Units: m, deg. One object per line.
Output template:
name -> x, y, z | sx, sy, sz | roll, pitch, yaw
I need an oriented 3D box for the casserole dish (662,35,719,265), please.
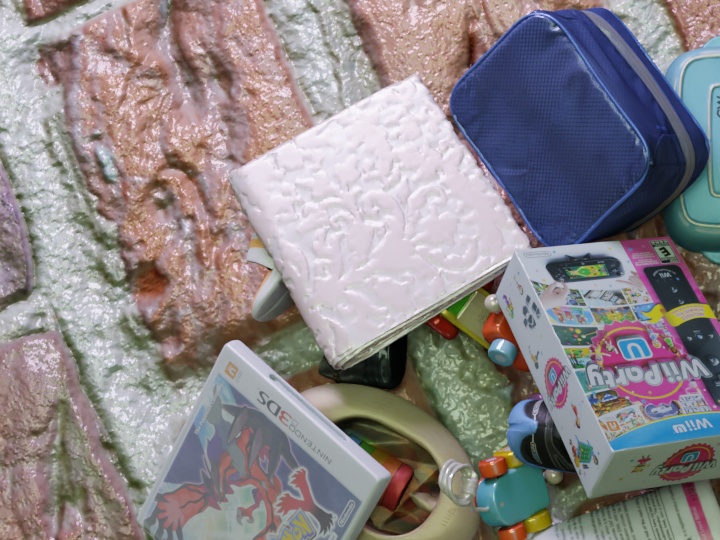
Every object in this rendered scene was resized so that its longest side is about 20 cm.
casserole dish -> 0.312, -0.106, 1.638 | 0.121, 0.039, 0.201 | 0, 80, 11

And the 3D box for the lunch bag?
lunch bag -> 0.180, -0.125, 1.616 | 0.136, 0.132, 0.200 | -42, 72, 32

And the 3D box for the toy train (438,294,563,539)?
toy train -> 0.116, 0.121, 1.582 | 0.056, 0.150, 0.200 | -12, 46, 49

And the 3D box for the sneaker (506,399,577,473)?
sneaker -> 0.212, 0.137, 1.559 | 0.199, 0.083, 0.071 | 8, 81, -32

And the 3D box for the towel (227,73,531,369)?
towel -> 0.014, -0.043, 1.616 | 0.191, 0.032, 0.200 | -29, 66, -4

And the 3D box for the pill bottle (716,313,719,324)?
pill bottle -> 0.364, 0.014, 1.565 | 0.112, 0.112, 0.200 | 30, 90, 15

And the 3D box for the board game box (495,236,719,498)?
board game box -> 0.210, 0.070, 1.507 | 0.147, 0.064, 0.200 | -6, 51, -22

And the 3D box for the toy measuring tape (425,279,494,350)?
toy measuring tape -> 0.109, 0.045, 1.654 | 0.200, 0.074, 0.074 | 36, 89, -8

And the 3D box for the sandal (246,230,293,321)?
sandal -> -0.052, -0.052, 1.688 | 0.059, 0.079, 0.207 | 26, 78, 13

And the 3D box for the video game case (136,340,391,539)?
video game case -> -0.085, 0.190, 1.622 | 0.182, 0.023, 0.200 | 40, 118, 23

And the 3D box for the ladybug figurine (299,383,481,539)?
ladybug figurine -> 0.013, 0.171, 1.635 | 0.200, 0.072, 0.136 | 32, 89, 14

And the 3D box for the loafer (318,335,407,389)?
loafer -> 0.000, 0.000, 1.669 | 0.072, 0.073, 0.201 | 0, 80, 16

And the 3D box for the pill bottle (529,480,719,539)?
pill bottle -> 0.201, 0.247, 1.563 | 0.199, 0.113, 0.114 | -20, 77, 7
